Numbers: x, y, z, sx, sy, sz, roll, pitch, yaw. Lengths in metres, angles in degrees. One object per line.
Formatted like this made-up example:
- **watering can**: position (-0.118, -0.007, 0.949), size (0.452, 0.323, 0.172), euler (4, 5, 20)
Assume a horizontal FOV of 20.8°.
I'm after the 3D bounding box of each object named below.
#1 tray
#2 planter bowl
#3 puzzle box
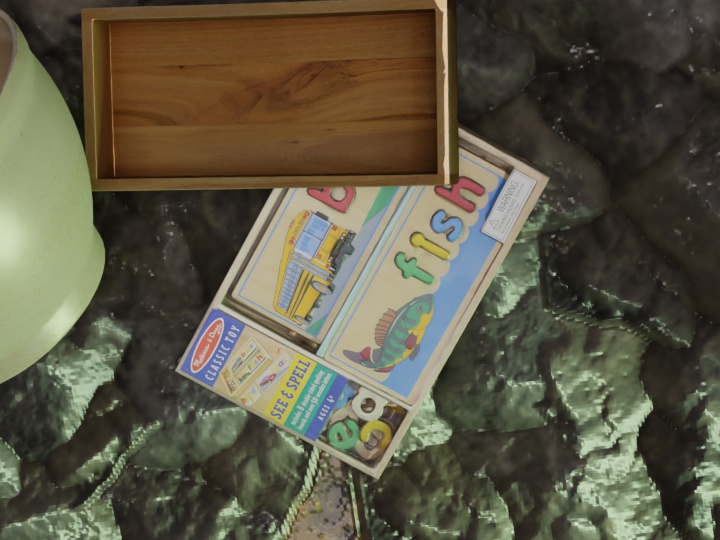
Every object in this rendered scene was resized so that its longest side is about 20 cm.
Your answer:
- **tray**: position (-0.048, -0.094, 1.057), size (0.200, 0.037, 0.099), euler (0, 94, 11)
- **planter bowl**: position (-0.219, -0.022, 1.031), size (0.200, 0.200, 0.135), euler (-34, 125, 7)
- **puzzle box**: position (0.000, 0.000, 1.097), size (0.133, 0.025, 0.200), euler (28, 100, -3)
